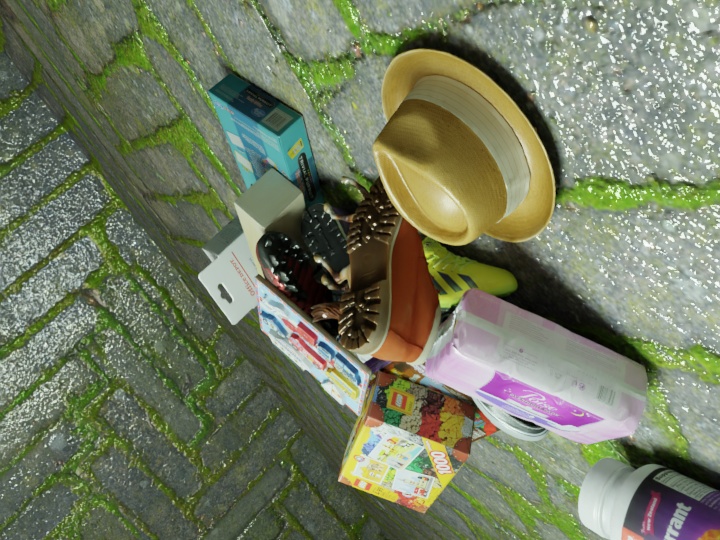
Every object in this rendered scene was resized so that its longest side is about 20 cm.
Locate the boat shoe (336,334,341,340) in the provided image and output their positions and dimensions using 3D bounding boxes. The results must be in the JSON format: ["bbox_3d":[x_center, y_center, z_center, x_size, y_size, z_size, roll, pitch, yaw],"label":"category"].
[{"bbox_3d":[-0.063,0.080,1.012,0.092,0.075,0.201,35,163,15],"label":"boat shoe"}]

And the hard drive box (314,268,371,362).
[{"bbox_3d":[0.033,0.080,0.958,0.154,0.077,0.203,24,150,49],"label":"hard drive box"}]

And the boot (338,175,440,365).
[{"bbox_3d":[0.041,-0.004,0.644,0.105,0.207,0.074,23,157,-35],"label":"boot"}]

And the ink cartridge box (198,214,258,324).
[{"bbox_3d":[-0.175,-0.027,1.014,0.067,0.200,0.118,21,149,48],"label":"ink cartridge box"}]

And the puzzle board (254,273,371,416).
[{"bbox_3d":[-0.070,0.108,0.838,0.198,0.017,0.152,39,151,17],"label":"puzzle board"}]

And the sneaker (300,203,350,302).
[{"bbox_3d":[0.000,0.000,0.830,0.075,0.086,0.205,-34,72,32],"label":"sneaker"}]

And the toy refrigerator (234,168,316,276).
[{"bbox_3d":[-0.121,-0.048,0.907,0.069,0.076,0.202,38,158,20],"label":"toy refrigerator"}]

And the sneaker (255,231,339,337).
[{"bbox_3d":[-0.099,0.025,0.860,0.095,0.072,0.202,-2,142,30],"label":"sneaker"}]

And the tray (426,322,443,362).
[{"bbox_3d":[0.119,0.092,0.724,0.195,0.023,0.108,22,-165,0],"label":"tray"}]

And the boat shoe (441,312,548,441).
[{"bbox_3d":[0.165,0.135,0.797,0.199,0.068,0.057,43,160,19],"label":"boat shoe"}]

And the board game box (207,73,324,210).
[{"bbox_3d":[-0.127,-0.161,0.890,0.150,0.047,0.202,36,157,28],"label":"board game box"}]

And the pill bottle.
[{"bbox_3d":[0.328,0.271,0.635,0.198,0.111,0.113,15,143,56],"label":"pill bottle"}]

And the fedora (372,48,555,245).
[{"bbox_3d":[0.074,-0.089,0.547,0.200,0.082,0.202,41,159,20],"label":"fedora"}]

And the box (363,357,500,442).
[{"bbox_3d":[0.101,0.183,0.899,0.198,0.040,0.136,37,133,-17],"label":"box"}]

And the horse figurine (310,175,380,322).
[{"bbox_3d":[-0.001,-0.025,0.744,0.131,0.207,0.049,23,-166,41],"label":"horse figurine"}]

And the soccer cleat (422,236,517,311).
[{"bbox_3d":[0.091,0.001,0.712,0.197,0.063,0.087,-1,90,51],"label":"soccer cleat"}]

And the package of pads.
[{"bbox_3d":[0.169,0.099,0.623,0.195,0.077,0.121,24,158,1],"label":"package of pads"}]

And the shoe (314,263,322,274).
[{"bbox_3d":[-0.065,0.054,1.123,0.090,0.071,0.204,26,148,51],"label":"shoe"}]

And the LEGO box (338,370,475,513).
[{"bbox_3d":[0.062,0.252,0.894,0.145,0.078,0.203,19,136,1],"label":"LEGO box"}]
